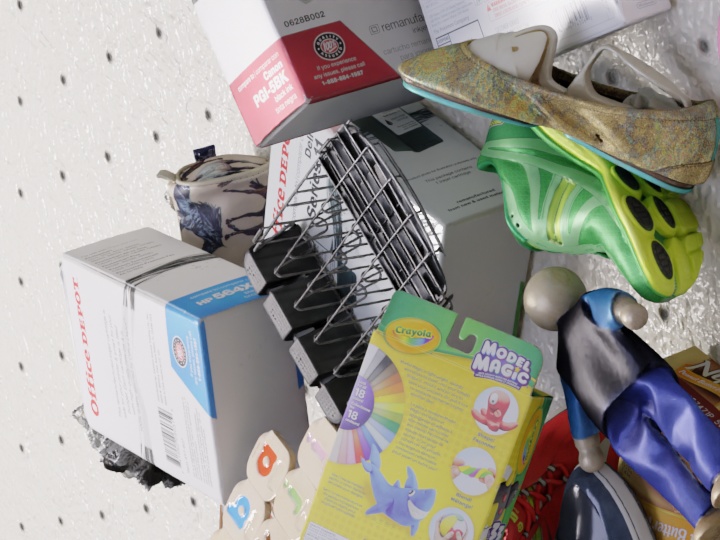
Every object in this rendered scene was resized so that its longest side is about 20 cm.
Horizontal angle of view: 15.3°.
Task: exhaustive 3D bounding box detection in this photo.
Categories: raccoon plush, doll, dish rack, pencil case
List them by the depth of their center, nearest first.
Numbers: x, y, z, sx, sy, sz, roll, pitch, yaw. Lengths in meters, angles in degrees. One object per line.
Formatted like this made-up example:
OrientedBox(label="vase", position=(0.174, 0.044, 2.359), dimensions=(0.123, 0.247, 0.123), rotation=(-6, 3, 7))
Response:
OrientedBox(label="doll", position=(0.158, 0.075, 1.596), dimensions=(0.200, 0.048, 0.137), rotation=(52, 145, 30))
OrientedBox(label="dish rack", position=(0.000, 0.000, 1.752), dimensions=(0.154, 0.054, 0.200), rotation=(59, 143, 17))
OrientedBox(label="pencil case", position=(-0.099, 0.009, 2.036), dimensions=(0.089, 0.078, 0.201), rotation=(0, 111, 13))
OrientedBox(label="raccoon plush", position=(-0.167, 0.086, 2.218), dimensions=(0.134, 0.096, 0.201), rotation=(43, 113, 56))

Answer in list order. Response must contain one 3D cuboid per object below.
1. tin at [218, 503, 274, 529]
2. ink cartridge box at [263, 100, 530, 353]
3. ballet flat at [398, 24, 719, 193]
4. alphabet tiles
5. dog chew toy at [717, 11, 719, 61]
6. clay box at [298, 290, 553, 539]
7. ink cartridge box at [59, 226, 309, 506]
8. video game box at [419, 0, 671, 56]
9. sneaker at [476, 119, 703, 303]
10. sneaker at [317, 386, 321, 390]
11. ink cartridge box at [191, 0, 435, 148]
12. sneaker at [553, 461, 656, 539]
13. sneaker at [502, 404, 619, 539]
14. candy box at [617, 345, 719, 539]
OrientedBox(label="tin", position=(-0.073, 0.250, 2.165), dimensions=(0.112, 0.042, 0.201), rotation=(33, 132, 40))
OrientedBox(label="ink cartridge box", position=(0.022, -0.030, 1.829), dimensions=(0.200, 0.083, 0.147), rotation=(41, 137, 41))
OrientedBox(label="ballet flat", position=(0.122, -0.109, 1.595), dimensions=(0.199, 0.071, 0.071), rotation=(22, 130, 14))
OrientedBox(label="alphabet tiles", position=(-0.046, 0.204, 1.796), dimensions=(0.196, 0.015, 0.201), rotation=(47, 116, 52))
OrientedBox(label="dog chew toy", position=(0.233, -0.171, 1.402), dimensions=(0.124, 0.124, 0.201), rotation=(-35, 67, 57))
OrientedBox(label="clay box", position=(0.039, 0.124, 1.651), dimensions=(0.114, 0.048, 0.201), rotation=(23, 94, 23))
OrientedBox(label="ink cartridge box", position=(-0.128, 0.065, 1.950), dimensions=(0.200, 0.084, 0.147), rotation=(24, 127, 52))
OrientedBox(label="video game box", position=(0.093, -0.219, 1.660), dimensions=(0.200, 0.047, 0.183), rotation=(-17, 93, 58))
OrientedBox(label="sneaker", position=(0.139, -0.036, 1.640), dimensions=(0.084, 0.074, 0.200), rotation=(-60, 43, 21))
OrientedBox(label="sneaker", position=(-0.005, 0.049, 1.924), dimensions=(0.076, 0.078, 0.200), rotation=(-61, 34, 23))
OrientedBox(label="ink cartridge box", position=(-0.034, -0.201, 1.770), dimensions=(0.083, 0.146, 0.201), rotation=(-37, 75, 56))
OrientedBox(label="sneaker", position=(0.112, 0.227, 1.656), dimensions=(0.077, 0.145, 0.204), rotation=(24, 125, 54))
OrientedBox(label="sneaker", position=(0.101, 0.156, 1.705), dimensions=(0.077, 0.200, 0.085), rotation=(50, 178, 5))
OrientedBox(label="candy box", position=(0.210, 0.162, 1.658), dimensions=(0.115, 0.055, 0.201), rotation=(42, 137, 40))
